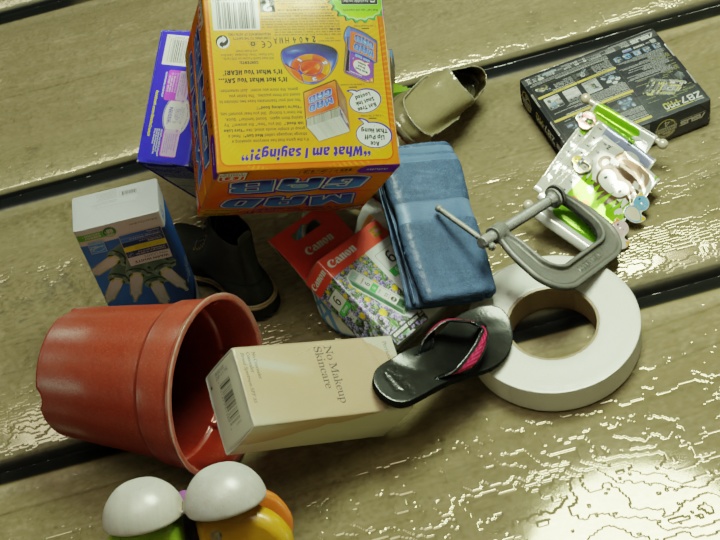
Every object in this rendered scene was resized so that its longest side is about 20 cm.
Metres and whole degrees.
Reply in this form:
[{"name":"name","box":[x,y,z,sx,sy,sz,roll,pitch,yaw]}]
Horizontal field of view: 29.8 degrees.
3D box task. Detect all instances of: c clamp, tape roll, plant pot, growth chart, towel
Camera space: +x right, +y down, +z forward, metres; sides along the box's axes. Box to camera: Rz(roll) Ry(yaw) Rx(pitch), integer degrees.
[{"name":"c clamp","box":[0.209,-0.050,1.564,0.199,0.027,0.171,-23,59,-42]},{"name":"tape roll","box":[0.218,0.068,1.539,0.201,0.037,0.204,-7,48,7]},{"name":"plant pot","box":[-0.239,0.119,1.503,0.194,0.201,0.201,3,49,25]},{"name":"growth chart","box":[0.293,-0.112,1.658,0.144,0.018,0.200,28,69,13]},{"name":"towel","box":[0.083,-0.052,1.565,0.111,0.049,0.201,-6,68,-25]}]

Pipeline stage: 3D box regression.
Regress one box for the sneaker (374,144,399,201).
[{"name":"sneaker","box":[0.087,-0.089,1.638,0.200,0.075,0.089,41,87,10]}]

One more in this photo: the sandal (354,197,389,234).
[{"name":"sandal","box":[0.011,-0.054,1.669,0.059,0.079,0.207,-46,58,-6]}]

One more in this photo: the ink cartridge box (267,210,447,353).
[{"name":"ink cartridge box","box":[0.000,0.000,1.573,0.200,0.050,0.109,46,53,10]}]

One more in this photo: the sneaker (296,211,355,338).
[{"name":"sneaker","box":[-0.031,0.000,1.631,0.072,0.073,0.201,-20,51,-8]}]

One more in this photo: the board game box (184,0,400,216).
[{"name":"board game box","box":[-0.083,-0.183,1.518,0.199,0.200,0.201,-3,79,-14]}]

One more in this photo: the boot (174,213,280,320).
[{"name":"boot","box":[-0.182,-0.041,1.655,0.199,0.139,0.077,28,60,32]}]

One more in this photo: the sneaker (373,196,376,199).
[{"name":"sneaker","box":[0.027,-0.135,1.707,0.200,0.116,0.078,32,62,33]}]

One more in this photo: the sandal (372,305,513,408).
[{"name":"sandal","box":[0.098,0.086,1.465,0.199,0.045,0.075,-27,56,-36]}]

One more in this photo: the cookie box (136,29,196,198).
[{"name":"cookie box","box":[-0.196,-0.190,1.712,0.075,0.200,0.172,8,83,16]}]

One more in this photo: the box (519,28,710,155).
[{"name":"box","box":[0.330,-0.223,1.764,0.199,0.049,0.162,-22,47,-6]}]

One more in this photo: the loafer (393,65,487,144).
[{"name":"loafer","box":[0.101,-0.224,1.753,0.076,0.067,0.200,49,39,-3]}]

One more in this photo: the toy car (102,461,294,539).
[{"name":"toy car","box":[-0.162,0.278,1.377,0.199,0.176,0.150,-11,13,3]}]

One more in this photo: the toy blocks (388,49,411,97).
[{"name":"toy blocks","box":[-0.029,-0.267,1.865,0.199,0.100,0.137,-8,36,6]}]

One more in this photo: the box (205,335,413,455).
[{"name":"box","box":[-0.053,0.131,1.443,0.199,0.078,0.095,-4,63,-33]}]

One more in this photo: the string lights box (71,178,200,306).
[{"name":"string lights box","box":[-0.261,-0.009,1.602,0.102,0.201,0.059,-14,47,1]}]
